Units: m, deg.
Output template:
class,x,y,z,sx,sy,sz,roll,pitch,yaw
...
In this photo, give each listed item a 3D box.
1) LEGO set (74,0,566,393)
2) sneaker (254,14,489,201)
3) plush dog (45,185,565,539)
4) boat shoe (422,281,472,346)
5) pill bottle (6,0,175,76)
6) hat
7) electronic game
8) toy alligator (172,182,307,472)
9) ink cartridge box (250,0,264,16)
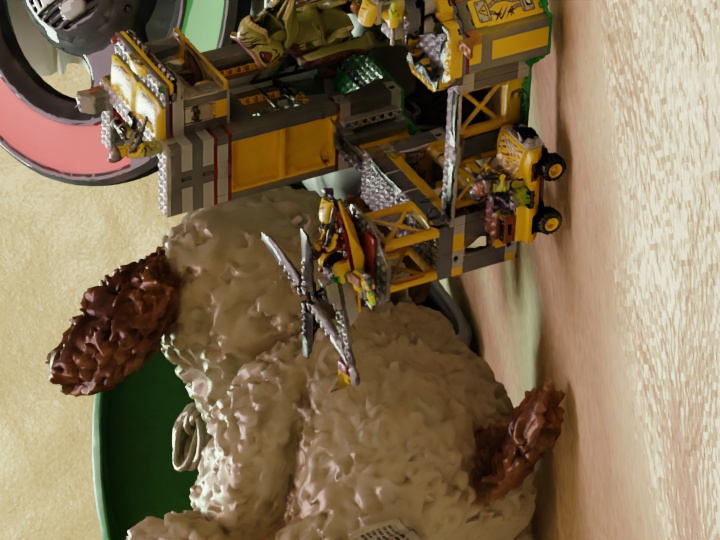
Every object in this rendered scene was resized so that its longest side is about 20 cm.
class,x,y,z,sx,sy,sz,roll,pitch,yaw
LEGO set,-0.027,-0.070,1.035,0.200,0.115,0.154,53,149,39
sneaker,0.020,-0.090,1.158,0.091,0.076,0.200,51,149,28
plush dog,-0.014,0.042,1.102,0.172,0.200,0.161,55,131,22
boat shoe,-0.001,0.000,1.348,0.201,0.070,0.072,51,141,47
pill bottle,-0.086,-0.151,1.497,0.113,0.199,0.114,175,90,-86
hat,-0.015,0.082,1.341,0.200,0.175,0.166,-75,-25,-50
electronic game,-0.128,-0.139,1.376,0.042,0.199,0.201,-9,-85,-51
toy alligator,-0.040,-0.008,1.265,0.059,0.054,0.201,-9,69,56
ink cartridge box,-0.029,-0.161,1.338,0.200,0.045,0.177,-13,83,63
